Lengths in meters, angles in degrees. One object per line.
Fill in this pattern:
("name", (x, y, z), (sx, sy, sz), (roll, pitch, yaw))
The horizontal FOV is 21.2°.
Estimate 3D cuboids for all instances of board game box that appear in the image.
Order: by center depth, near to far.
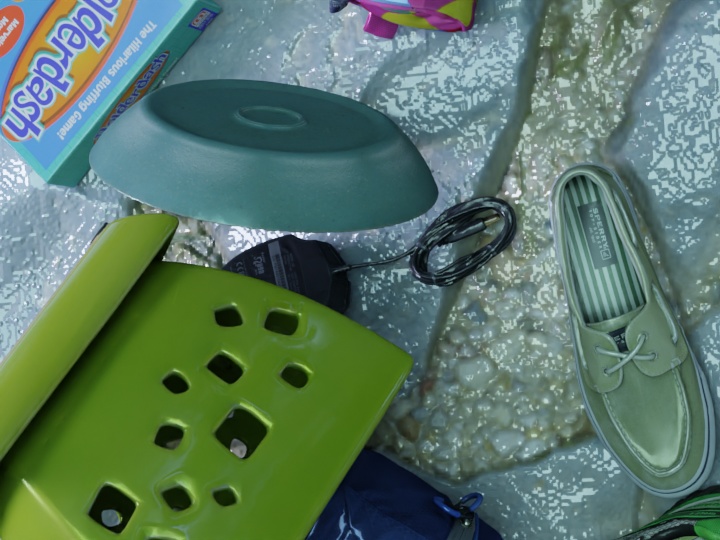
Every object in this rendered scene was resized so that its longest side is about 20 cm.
("board game box", (-0.209, -0.175, 1.215), (0.200, 0.045, 0.152), (43, 100, 12))

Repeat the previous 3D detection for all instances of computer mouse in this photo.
("computer mouse", (0.000, 0.000, 1.160), (0.199, 0.034, 0.059), (-15, 68, 11))

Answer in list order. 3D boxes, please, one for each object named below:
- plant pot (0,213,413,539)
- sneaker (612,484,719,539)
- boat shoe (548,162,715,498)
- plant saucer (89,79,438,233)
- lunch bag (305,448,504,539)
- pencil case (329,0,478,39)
("plant pot", (-0.113, 0.097, 1.045), (0.181, 0.200, 0.199), (36, 66, -2))
("sneaker", (0.140, 0.186, 1.081), (0.200, 0.085, 0.078), (-37, 79, 14))
("boat shoe", (0.146, 0.035, 1.093), (0.072, 0.062, 0.201), (-21, 84, 15))
("plant saucer", (-0.052, -0.072, 1.084), (0.199, 0.200, 0.036), (13, 112, 17))
("lunch bag", (0.003, 0.201, 1.093), (0.132, 0.136, 0.200), (35, 101, -1))
("pencil case", (0.041, -0.236, 1.122), (0.088, 0.088, 0.201), (13, 92, 17))
